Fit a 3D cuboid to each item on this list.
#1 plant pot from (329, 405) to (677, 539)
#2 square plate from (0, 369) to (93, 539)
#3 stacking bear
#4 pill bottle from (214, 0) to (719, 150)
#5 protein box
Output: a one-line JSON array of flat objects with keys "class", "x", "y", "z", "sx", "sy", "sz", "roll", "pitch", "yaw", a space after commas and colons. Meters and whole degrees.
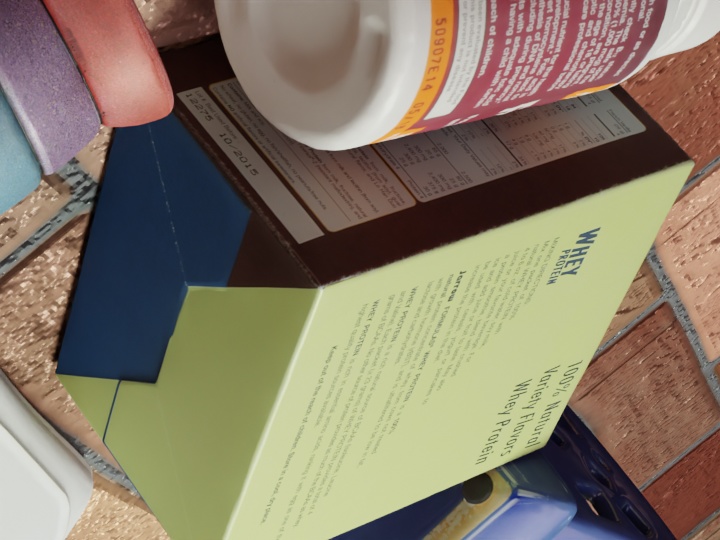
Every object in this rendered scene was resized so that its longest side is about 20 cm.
[{"class": "plant pot", "x": 0.024, "y": 0.135, "z": 1.102, "sx": 0.200, "sy": 0.200, "sz": 0.180, "roll": -42, "pitch": 147, "yaw": 7}, {"class": "square plate", "x": -0.197, "y": 0.138, "z": 0.925, "sx": 0.198, "sy": 0.028, "sz": 0.200, "roll": -56, "pitch": 156, "yaw": -16}, {"class": "stacking bear", "x": -0.171, "y": -0.050, "z": 0.660, "sx": 0.200, "sy": 0.114, "sz": 0.121, "roll": -30, "pitch": 153, "yaw": -8}, {"class": "pill bottle", "x": 0.052, "y": -0.118, "z": 0.821, "sx": 0.200, "sy": 0.114, "sz": 0.114, "roll": -15, "pitch": 145, "yaw": -38}, {"class": "protein box", "x": 0.000, "y": 0.000, "z": 0.916, "sx": 0.200, "sy": 0.135, "sz": 0.199, "roll": -19, "pitch": 147, "yaw": -34}]
